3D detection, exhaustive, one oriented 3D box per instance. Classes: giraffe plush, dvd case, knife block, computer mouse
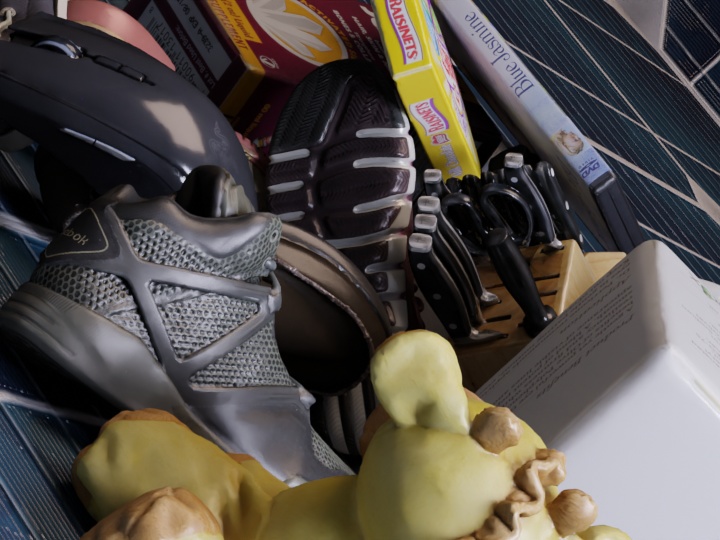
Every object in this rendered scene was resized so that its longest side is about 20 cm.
[{"bbox_3d":[0.004,0.102,1.093,0.172,0.162,0.200,36,17,-39],"label":"giraffe plush"},{"bbox_3d":[0.092,-0.085,1.593,0.200,0.018,0.143,53,-2,29],"label":"dvd case"},{"bbox_3d":[0.085,0.043,1.471,0.175,0.064,0.201,-5,86,-64],"label":"knife block"},{"bbox_3d":[-0.134,-0.071,1.278,0.200,0.046,0.140,40,38,2],"label":"computer mouse"}]

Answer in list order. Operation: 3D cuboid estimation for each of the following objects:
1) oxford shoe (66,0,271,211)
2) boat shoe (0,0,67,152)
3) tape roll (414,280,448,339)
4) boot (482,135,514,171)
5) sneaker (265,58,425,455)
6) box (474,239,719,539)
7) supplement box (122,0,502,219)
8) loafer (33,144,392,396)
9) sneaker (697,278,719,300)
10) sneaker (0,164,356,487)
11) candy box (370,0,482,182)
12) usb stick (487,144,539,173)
[{"bbox_3d":[-0.099,-0.043,1.452,0.200,0.070,0.075,45,44,-31],"label":"oxford shoe"},{"bbox_3d":[-0.183,-0.138,1.401,0.063,0.073,0.200,41,19,-36],"label":"boat shoe"},{"bbox_3d":[0.094,0.048,1.628,0.203,0.037,0.203,44,36,-44],"label":"tape roll"},{"bbox_3d":[0.014,-0.112,1.874,0.162,0.073,0.198,35,3,-39],"label":"boot"},{"bbox_3d":[0.000,0.000,1.485,0.116,0.075,0.201,43,45,-74],"label":"sneaker"},{"bbox_3d":[0.127,0.137,1.296,0.200,0.199,0.171,45,14,-8],"label":"box"},{"bbox_3d":[-0.033,-0.096,1.618,0.200,0.086,0.111,12,36,-44],"label":"supplement box"},{"bbox_3d":[-0.072,0.008,1.358,0.200,0.073,0.071,32,35,-22],"label":"loafer"},{"bbox_3d":[0.116,0.087,1.440,0.077,0.200,0.082,43,1,20],"label":"sneaker"},{"bbox_3d":[-0.050,0.032,1.223,0.199,0.114,0.076,40,-12,-30],"label":"sneaker"},{"bbox_3d":[0.030,-0.113,1.498,0.200,0.026,0.103,58,18,-71],"label":"candy box"},{"bbox_3d":[0.117,0.028,1.598,0.055,0.032,0.201,-63,132,-67],"label":"usb stick"}]
